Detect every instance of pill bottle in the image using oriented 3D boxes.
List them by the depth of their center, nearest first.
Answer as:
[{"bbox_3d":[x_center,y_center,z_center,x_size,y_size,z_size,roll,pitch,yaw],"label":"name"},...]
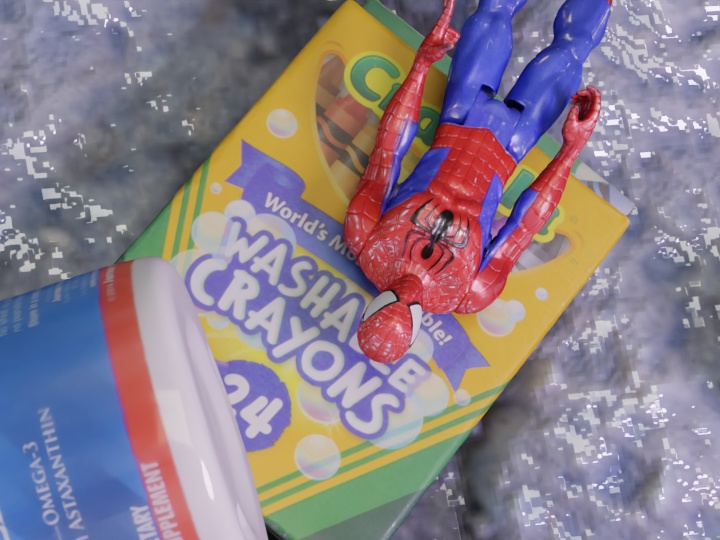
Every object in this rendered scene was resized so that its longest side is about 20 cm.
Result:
[{"bbox_3d":[-0.135,0.076,0.798,0.199,0.112,0.113,-19,74,1],"label":"pill bottle"}]

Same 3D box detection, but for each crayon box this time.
[{"bbox_3d":[0.000,0.000,0.914,0.126,0.052,0.200,38,65,2],"label":"crayon box"}]

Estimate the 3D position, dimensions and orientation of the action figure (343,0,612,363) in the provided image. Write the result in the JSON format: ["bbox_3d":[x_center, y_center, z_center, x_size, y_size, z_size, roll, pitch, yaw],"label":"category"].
[{"bbox_3d":[0.044,-0.055,0.894,0.065,0.052,0.200,28,68,-6],"label":"action figure"}]
